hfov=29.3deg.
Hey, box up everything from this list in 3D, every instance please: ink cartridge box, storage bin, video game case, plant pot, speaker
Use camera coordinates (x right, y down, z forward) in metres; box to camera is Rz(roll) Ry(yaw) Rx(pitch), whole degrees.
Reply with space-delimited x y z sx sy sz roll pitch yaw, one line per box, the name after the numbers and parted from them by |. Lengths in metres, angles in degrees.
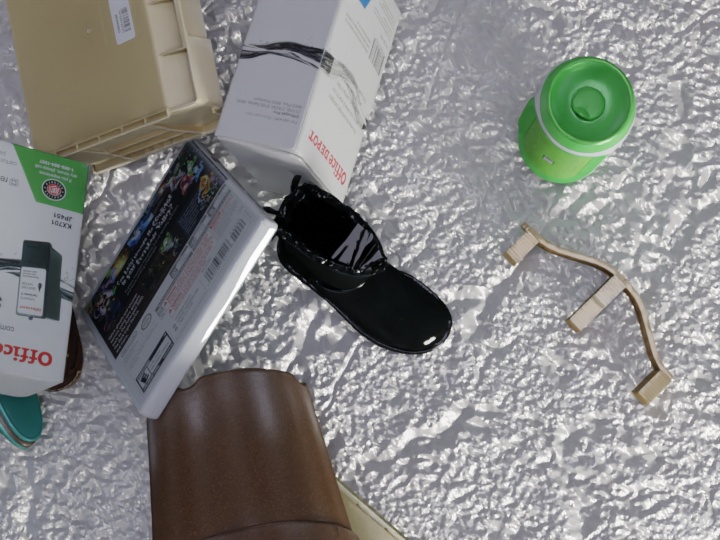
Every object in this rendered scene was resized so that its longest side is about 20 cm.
-0.322 -0.005 1.178 0.146 0.083 0.202 14 72 -35 | ink cartridge box
-0.215 -0.211 1.236 0.197 0.093 0.202 -15 84 32 | storage bin
-0.165 0.002 1.218 0.023 0.182 0.201 25 103 -38 | video game case
-0.097 0.204 1.186 0.198 0.201 0.200 -13 61 0 | plant pot
0.187 -0.129 1.213 0.087 0.200 0.089 0 85 1 | speaker
-0.043 -0.177 1.231 0.083 0.145 0.202 12 77 19 | ink cartridge box

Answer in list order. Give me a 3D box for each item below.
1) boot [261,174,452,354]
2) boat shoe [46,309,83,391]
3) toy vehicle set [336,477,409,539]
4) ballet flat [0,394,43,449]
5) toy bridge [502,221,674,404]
0.001 0.000 1.224 0.197 0.163 0.074 34 78 3 | boot
-0.306 0.014 1.277 0.070 0.070 0.202 -22 84 0 | boat shoe
-0.046 0.302 1.270 0.124 0.027 0.200 40 87 4 | toy vehicle set
-0.358 0.079 1.283 0.070 0.067 0.202 -25 85 23 | ballet flat
0.220 0.029 1.287 0.067 0.027 0.200 -42 86 -5 | toy bridge
